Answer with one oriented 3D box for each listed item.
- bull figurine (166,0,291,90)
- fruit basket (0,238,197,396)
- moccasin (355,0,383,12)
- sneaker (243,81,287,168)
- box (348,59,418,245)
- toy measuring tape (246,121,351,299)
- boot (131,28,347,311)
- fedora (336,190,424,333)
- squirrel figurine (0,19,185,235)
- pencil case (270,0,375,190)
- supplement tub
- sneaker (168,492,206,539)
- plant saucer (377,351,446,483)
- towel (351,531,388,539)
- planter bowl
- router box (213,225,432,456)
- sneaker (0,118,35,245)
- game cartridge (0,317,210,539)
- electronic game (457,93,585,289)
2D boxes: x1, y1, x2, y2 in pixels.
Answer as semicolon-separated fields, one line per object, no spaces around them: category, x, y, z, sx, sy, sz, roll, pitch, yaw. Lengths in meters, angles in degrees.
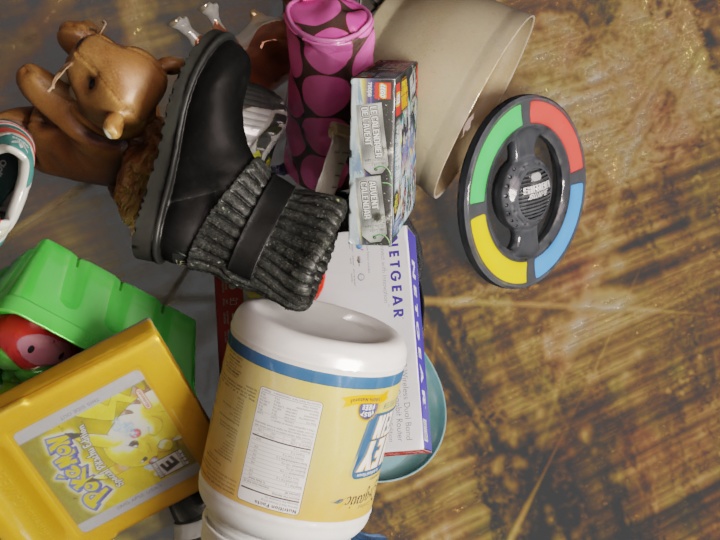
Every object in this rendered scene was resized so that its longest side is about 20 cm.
bull figurine;-0.107;-0.209;1.485;0.200;0.065;0.122;-38;107;-28
fruit basket;-0.257;0.106;1.331;0.215;0.155;0.216;16;63;-33
moccasin;-0.010;-0.301;1.518;0.202;0.078;0.074;-66;144;-43
sneaker;-0.117;-0.088;1.383;0.074;0.085;0.200;18;46;-10
box;0.021;-0.106;1.343;0.040;0.200;0.137;2;102;7
toy measuring tape;-0.056;-0.034;1.335;0.073;0.074;0.200;14;97;-25
boot;-0.082;-0.081;1.264;0.158;0.079;0.211;14;82;9
fedora;0.000;0.000;1.472;0.200;0.092;0.201;14;59;-24
squirrel figurine;-0.202;-0.130;1.358;0.142;0.187;0.200;-46;105;-25
pencil case;-0.035;-0.166;1.441;0.091;0.200;0.094;-15;51;-18
supplement tub;-0.051;0.134;1.264;0.144;0.145;0.200;6;104;-27
sneaker;-0.097;0.173;1.442;0.200;0.066;0.091;-25;98;-26
plant saucer;-0.012;0.116;1.479;0.200;0.027;0.200;17;50;-22
towel;-0.026;0.268;1.412;0.049;0.112;0.200;-42;136;14
planter bowl;0.064;-0.189;1.520;0.135;0.200;0.200;29;68;8
router box;-0.035;0.069;1.382;0.179;0.049;0.200;-7;79;10
sneaker;-0.335;-0.034;1.305;0.070;0.093;0.200;31;92;-20
game cartridge;-0.223;0.151;1.286;0.200;0.032;0.176;-29;128;-5
electronic game;0.167;-0.080;1.593;0.200;0.042;0.200;-12;107;-44
